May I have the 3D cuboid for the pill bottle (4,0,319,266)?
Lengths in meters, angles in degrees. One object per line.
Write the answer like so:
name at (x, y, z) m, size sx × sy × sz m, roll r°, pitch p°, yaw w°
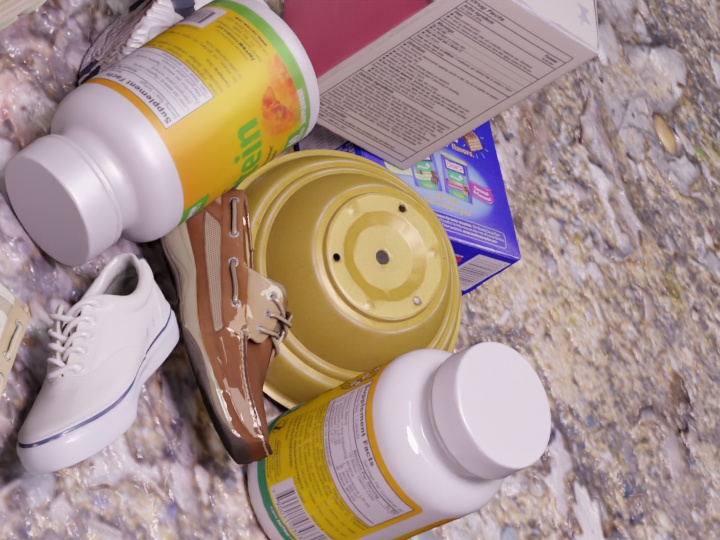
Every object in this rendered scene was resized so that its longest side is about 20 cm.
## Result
pill bottle at (-0.131, -0.088, 1.604) m, size 0.200 × 0.111 × 0.111 m, roll -37°, pitch 96°, yaw -32°

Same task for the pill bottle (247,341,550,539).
pill bottle at (0.026, 0.117, 1.605) m, size 0.112 × 0.199 × 0.114 m, roll 20°, pitch 58°, yaw -35°

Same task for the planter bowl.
planter bowl at (0.000, 0.000, 1.703) m, size 0.199 × 0.083 × 0.202 m, roll 8°, pitch 72°, yaw -24°

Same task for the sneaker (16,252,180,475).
sneaker at (-0.172, 0.055, 1.518) m, size 0.200 × 0.073 × 0.071 m, roll -66°, pitch 135°, yaw -62°

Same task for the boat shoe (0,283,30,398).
boat shoe at (-0.230, 0.083, 1.428) m, size 0.063 × 0.073 × 0.202 m, roll 31°, pitch 36°, yaw -29°

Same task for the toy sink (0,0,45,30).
toy sink at (-0.252, -0.207, 1.505) m, size 0.201 × 0.111 × 0.131 m, roll 58°, pitch 10°, yaw -28°

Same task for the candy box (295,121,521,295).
candy box at (0.028, -0.098, 1.888) m, size 0.168 × 0.077 × 0.201 m, roll 17°, pitch 54°, yaw -44°

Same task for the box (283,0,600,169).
box at (0.055, -0.178, 1.744) m, size 0.127 × 0.199 × 0.110 m, roll 27°, pitch 48°, yaw -36°

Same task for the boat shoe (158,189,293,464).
boat shoe at (-0.083, 0.027, 1.623) m, size 0.076 × 0.073 × 0.201 m, roll 79°, pitch -5°, yaw -64°

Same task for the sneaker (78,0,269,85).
sneaker at (-0.113, -0.147, 1.739) m, size 0.130 × 0.079 × 0.200 m, roll 46°, pitch 34°, yaw -17°
